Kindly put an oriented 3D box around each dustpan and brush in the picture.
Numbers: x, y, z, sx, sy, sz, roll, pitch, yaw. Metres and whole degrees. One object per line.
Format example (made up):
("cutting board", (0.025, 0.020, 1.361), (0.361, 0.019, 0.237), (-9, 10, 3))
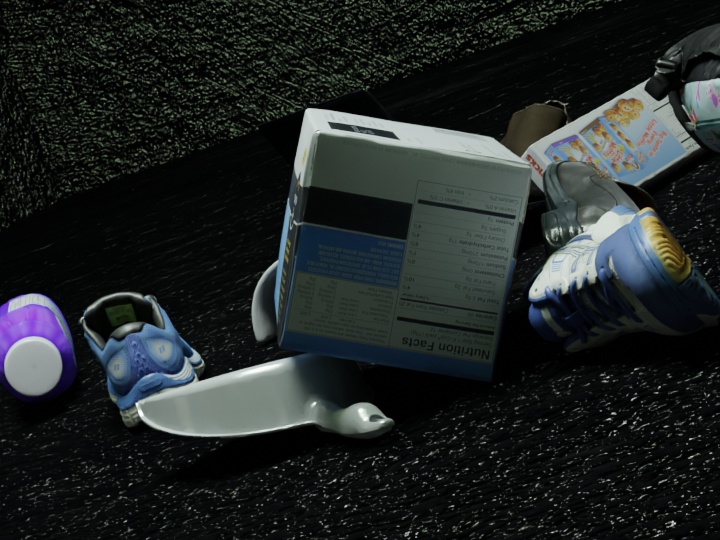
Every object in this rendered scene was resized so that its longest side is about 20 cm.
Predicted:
("dustpan and brush", (-0.035, 0.079, 1.271), (0.139, 0.057, 0.200), (-13, -3, -28))

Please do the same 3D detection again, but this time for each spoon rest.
("spoon rest", (0.000, 0.000, 1.613), (0.200, 0.061, 0.099), (-18, 7, 29))

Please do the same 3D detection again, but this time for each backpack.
("backpack", (0.304, -0.134, 1.454), (0.167, 0.127, 0.200), (-39, 8, -1))

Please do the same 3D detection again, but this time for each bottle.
("bottle", (-0.277, 0.069, 1.806), (0.065, 0.084, 0.200), (-22, 7, -6))

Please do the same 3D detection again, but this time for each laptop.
("laptop", (0.055, -0.086, 1.679), (0.200, 0.116, 0.187), (-12, 1, -29))

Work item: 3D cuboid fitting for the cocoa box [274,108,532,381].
("cocoa box", (0.020, -0.020, 1.305), (0.133, 0.132, 0.200), (9, 7, -4))

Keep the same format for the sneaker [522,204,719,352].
("sneaker", (0.139, 0.017, 1.172), (0.088, 0.075, 0.200), (-34, 2, 0))

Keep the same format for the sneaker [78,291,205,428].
("sneaker", (-0.163, 0.054, 1.593), (0.078, 0.089, 0.200), (-22, 8, -8))

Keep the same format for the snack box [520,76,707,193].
("snack box", (0.208, -0.098, 1.652), (0.200, 0.072, 0.024), (-30, -15, -42))

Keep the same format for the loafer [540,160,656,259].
("loafer", (0.159, -0.030, 1.397), (0.072, 0.073, 0.200), (-12, 19, 8))

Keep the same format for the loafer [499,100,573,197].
("loafer", (0.143, -0.106, 1.820), (0.073, 0.072, 0.200), (-1, 12, 12))
